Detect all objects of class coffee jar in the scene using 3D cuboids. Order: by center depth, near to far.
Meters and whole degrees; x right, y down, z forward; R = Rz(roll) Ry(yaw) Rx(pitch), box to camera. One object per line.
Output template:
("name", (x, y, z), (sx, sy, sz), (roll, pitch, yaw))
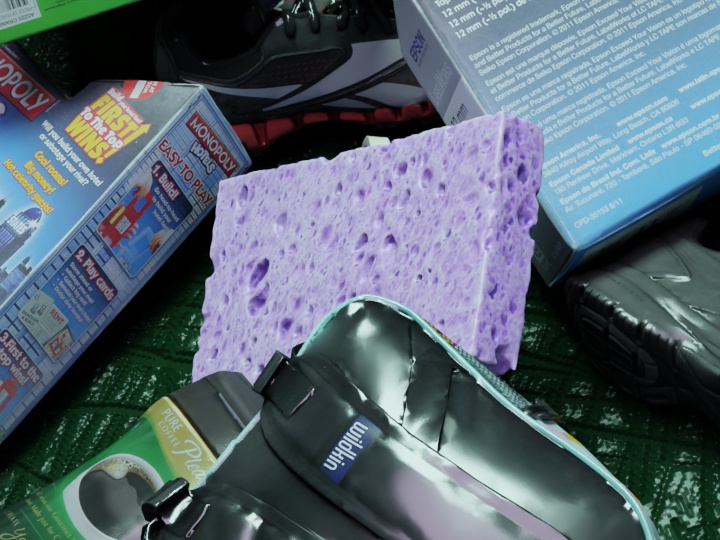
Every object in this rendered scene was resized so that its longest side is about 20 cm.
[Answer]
("coffee jar", (-0.108, 0.132, 1.251), (0.200, 0.085, 0.104), (-32, 50, -9))

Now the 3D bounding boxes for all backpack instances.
("backpack", (0.032, 0.136, 1.135), (0.200, 0.153, 0.176), (32, 74, 37))

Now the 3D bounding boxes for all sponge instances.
("sponge", (0.000, 0.000, 1.278), (0.200, 0.030, 0.112), (-12, 64, 49))

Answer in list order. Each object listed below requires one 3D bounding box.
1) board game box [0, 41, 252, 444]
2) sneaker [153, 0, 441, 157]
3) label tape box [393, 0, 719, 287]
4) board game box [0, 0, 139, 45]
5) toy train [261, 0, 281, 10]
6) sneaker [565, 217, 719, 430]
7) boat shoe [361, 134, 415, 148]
("board game box", (-0.164, -0.033, 1.396), (0.200, 0.062, 0.200), (-38, 44, -6))
("sneaker", (-0.012, -0.116, 1.410), (0.200, 0.098, 0.071), (-12, 49, 4))
("label tape box", (0.099, -0.114, 1.323), (0.143, 0.066, 0.200), (-29, 77, -14))
("board game box", (-0.110, -0.166, 1.432), (0.153, 0.040, 0.200), (-17, 13, 8))
("toy train", (-0.002, -0.162, 1.353), (0.034, 0.046, 0.200), (33, 27, 18))
("sneaker", (0.182, 0.037, 1.256), (0.091, 0.076, 0.200), (-37, 54, -20))
("boat shoe", (0.042, 0.023, 1.308), (0.067, 0.072, 0.200), (3, 55, -15))
